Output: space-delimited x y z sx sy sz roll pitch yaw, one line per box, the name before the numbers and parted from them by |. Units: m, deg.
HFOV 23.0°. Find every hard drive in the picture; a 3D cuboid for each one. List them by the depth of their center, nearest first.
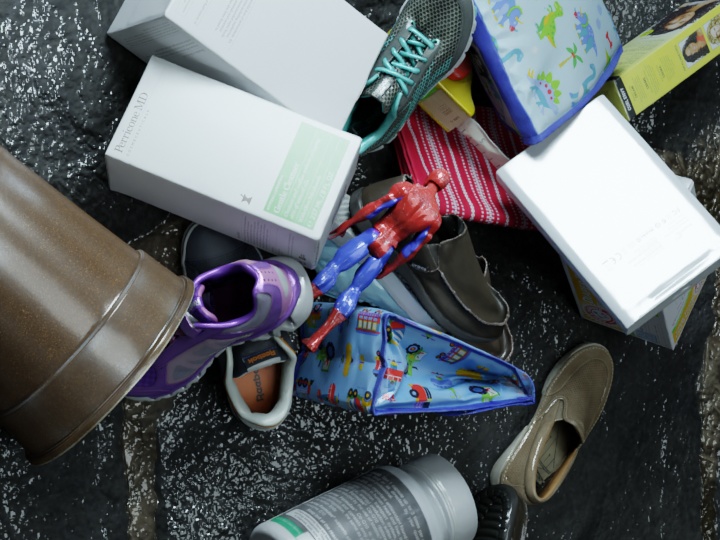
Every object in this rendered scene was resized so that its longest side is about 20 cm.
hard drive | 0.239 -0.055 1.663 0.132 0.026 0.200 -35 68 -7

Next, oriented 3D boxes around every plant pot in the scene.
plant pot | -0.272 0.017 1.433 0.198 0.200 0.201 44 67 -15

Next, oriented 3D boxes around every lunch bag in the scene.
lunch bag | 0.057 0.090 1.658 0.199 0.150 0.095 9 88 -33
lunch bag | 0.158 -0.233 1.720 0.171 0.127 0.200 60 30 -17

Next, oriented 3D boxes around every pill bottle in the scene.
pill bottle | 0.005 0.250 1.644 0.199 0.113 0.114 -23 101 -30

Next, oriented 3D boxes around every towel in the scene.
towel | 0.115 -0.109 1.740 0.199 0.022 0.146 6 56 -33

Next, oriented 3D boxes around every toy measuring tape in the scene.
toy measuring tape | 0.100 -0.168 1.713 0.200 0.073 0.074 42 68 -18

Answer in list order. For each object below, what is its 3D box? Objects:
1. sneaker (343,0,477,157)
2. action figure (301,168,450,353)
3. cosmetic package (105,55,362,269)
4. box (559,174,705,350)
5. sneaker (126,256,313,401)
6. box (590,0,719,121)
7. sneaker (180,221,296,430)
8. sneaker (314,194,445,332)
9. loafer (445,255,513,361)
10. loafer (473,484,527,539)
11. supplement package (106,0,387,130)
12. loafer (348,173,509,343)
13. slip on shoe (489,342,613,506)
sneaker | 0.038 -0.178 1.617 0.077 0.201 0.091 33 26 1
action figure | 0.008 -0.018 1.576 0.200 0.052 0.065 -45 105 -5
cosmetic package | -0.111 -0.093 1.538 0.199 0.085 0.108 21 71 2
box | 0.275 -0.017 1.775 0.102 0.112 0.200 -62 154 -17
sneaker | -0.142 0.044 1.517 0.081 0.199 0.088 65 14 15
box | 0.317 -0.225 1.884 0.200 0.075 0.050 -37 110 -29
sneaker | -0.103 0.047 1.591 0.078 0.079 0.201 -20 100 -12
sneaker | 0.000 0.000 1.674 0.200 0.082 0.074 44 31 -18
loafer | 0.094 0.020 1.732 0.073 0.071 0.201 -42 111 -26
loafer | 0.129 0.312 1.749 0.071 0.073 0.202 14 87 -40
supplement package | -0.100 -0.210 1.580 0.200 0.119 0.122 36 70 -27
loafer | 0.076 -0.011 1.639 0.200 0.071 0.073 43 31 -21
slip on shoe | 0.209 0.158 1.811 0.200 0.060 0.076 -49 114 -24
